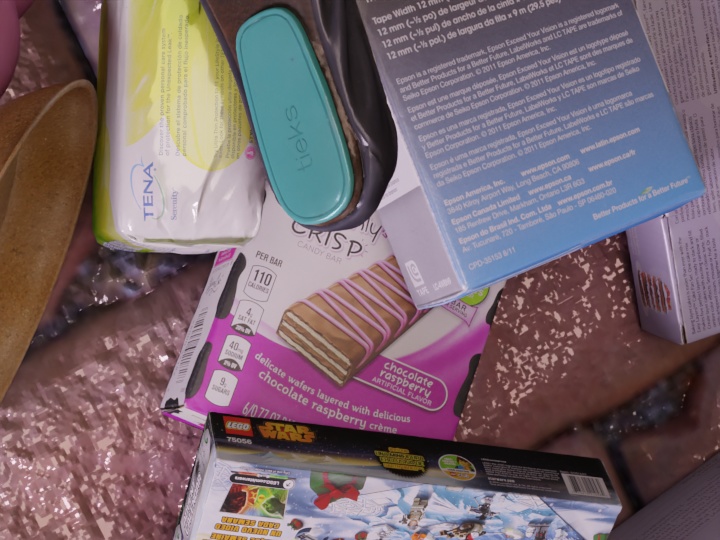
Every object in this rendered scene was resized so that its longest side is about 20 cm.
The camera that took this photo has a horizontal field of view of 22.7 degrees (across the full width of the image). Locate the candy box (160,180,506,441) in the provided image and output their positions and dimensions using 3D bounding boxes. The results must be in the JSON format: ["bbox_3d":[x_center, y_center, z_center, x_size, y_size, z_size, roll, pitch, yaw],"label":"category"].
[{"bbox_3d":[0.000,0.000,0.893,0.135,0.061,0.202,22,77,-15],"label":"candy box"}]

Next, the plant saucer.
[{"bbox_3d":[-0.169,0.006,0.773,0.035,0.200,0.202,22,77,1],"label":"plant saucer"}]

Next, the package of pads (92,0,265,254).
[{"bbox_3d":[-0.082,-0.108,0.816,0.067,0.154,0.202,1,91,-13],"label":"package of pads"}]

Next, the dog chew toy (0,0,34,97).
[{"bbox_3d":[-0.201,-0.114,0.788,0.123,0.125,0.202,12,59,-16],"label":"dog chew toy"}]

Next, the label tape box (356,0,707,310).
[{"bbox_3d":[0.061,-0.101,0.862,0.142,0.066,0.202,-21,86,-22],"label":"label tape box"}]

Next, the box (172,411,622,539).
[{"bbox_3d":[0.009,0.142,0.854,0.198,0.040,0.138,9,120,-17],"label":"box"}]

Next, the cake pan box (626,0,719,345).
[{"bbox_3d":[0.221,-0.081,0.955,0.183,0.052,0.202,-19,106,-21],"label":"cake pan box"}]

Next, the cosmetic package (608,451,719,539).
[{"bbox_3d":[0.222,0.184,0.873,0.166,0.200,0.168,-31,93,-18],"label":"cosmetic package"}]

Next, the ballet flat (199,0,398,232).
[{"bbox_3d":[-0.030,-0.115,0.727,0.072,0.073,0.202,-19,94,-19],"label":"ballet flat"}]
